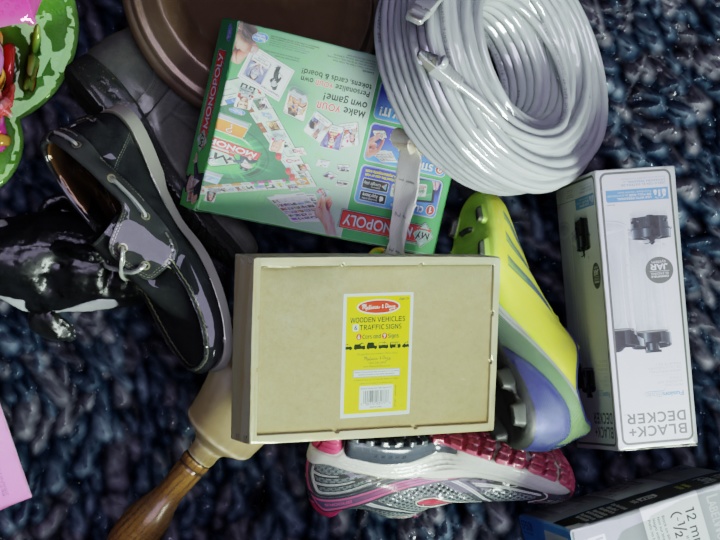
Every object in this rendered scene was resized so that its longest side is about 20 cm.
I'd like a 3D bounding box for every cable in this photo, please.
[{"bbox_3d":[0.096,-0.147,1.454,0.200,0.069,0.200,51,42,-23],"label":"cable"}]

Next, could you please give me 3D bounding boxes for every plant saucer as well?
[{"bbox_3d":[-0.074,-0.203,1.470,0.199,0.029,0.201,6,76,-22],"label":"plant saucer"}]

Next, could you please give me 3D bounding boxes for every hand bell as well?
[{"bbox_3d":[-0.121,0.142,1.446,0.104,0.104,0.200,38,99,-6],"label":"hand bell"}]

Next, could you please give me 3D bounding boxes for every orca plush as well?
[{"bbox_3d":[-0.187,0.006,1.445,0.200,0.071,0.105,24,84,-8],"label":"orca plush"}]

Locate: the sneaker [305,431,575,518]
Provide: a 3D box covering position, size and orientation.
[{"bbox_3d":[0.058,0.144,1.484,0.199,0.081,0.075,7,114,-9],"label":"sneaker"}]

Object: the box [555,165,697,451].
[{"bbox_3d":[0.191,0.030,1.485,0.060,0.117,0.201,-4,88,-10],"label":"box"}]

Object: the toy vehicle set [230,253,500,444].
[{"bbox_3d":[0.006,0.051,1.397,0.199,0.026,0.125,0,95,-32],"label":"toy vehicle set"}]

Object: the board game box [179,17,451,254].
[{"bbox_3d":[-0.021,-0.092,1.453,0.200,0.029,0.135,11,96,-31],"label":"board game box"}]

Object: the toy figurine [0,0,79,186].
[{"bbox_3d":[-0.266,-0.155,1.384,0.150,0.184,0.201,6,87,-9],"label":"toy figurine"}]

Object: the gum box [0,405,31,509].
[{"bbox_3d":[-0.311,0.093,1.421,0.113,0.066,0.201,-19,90,-11],"label":"gum box"}]

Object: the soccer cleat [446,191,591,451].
[{"bbox_3d":[0.116,0.037,1.490,0.083,0.065,0.201,0,66,-29],"label":"soccer cleat"}]

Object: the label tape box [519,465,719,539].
[{"bbox_3d":[0.229,0.180,1.468,0.199,0.143,0.066,-18,90,-10],"label":"label tape box"}]

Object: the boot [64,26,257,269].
[{"bbox_3d":[-0.107,-0.110,1.472,0.131,0.068,0.200,-39,95,-15],"label":"boot"}]

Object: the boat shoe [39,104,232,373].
[{"bbox_3d":[-0.153,-0.015,1.393,0.068,0.072,0.200,-21,79,-40],"label":"boat shoe"}]

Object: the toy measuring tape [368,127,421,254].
[{"bbox_3d":[0.000,0.000,1.437,0.073,0.074,0.201,5,107,-9],"label":"toy measuring tape"}]
